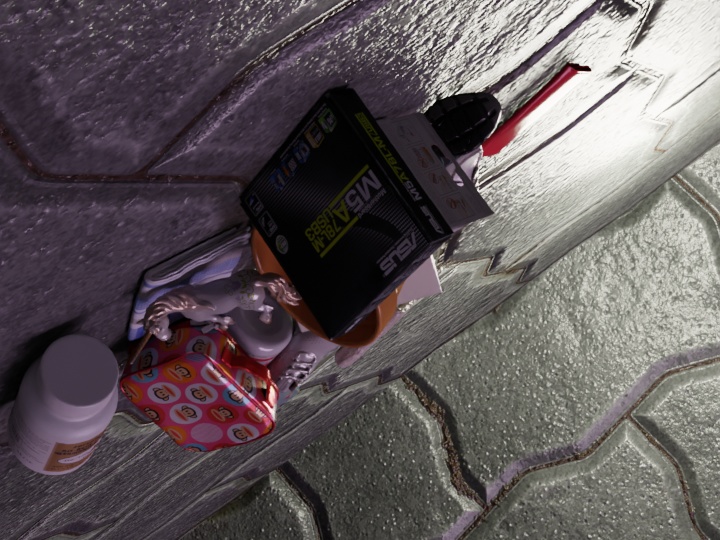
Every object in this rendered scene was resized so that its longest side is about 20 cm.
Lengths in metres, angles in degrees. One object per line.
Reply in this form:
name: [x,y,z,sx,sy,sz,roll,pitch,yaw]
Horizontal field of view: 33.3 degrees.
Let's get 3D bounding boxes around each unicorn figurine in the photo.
unicorn figurine: [-0.174,0.041,1.439,0.199,0.074,0.137,-30,160,10]

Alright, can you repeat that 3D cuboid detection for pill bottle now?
pill bottle: [-0.348,0.157,1.424,0.114,0.115,0.200,-26,166,-33]
pill bottle: [-0.188,0.112,1.690,0.112,0.113,0.200,-21,162,-48]

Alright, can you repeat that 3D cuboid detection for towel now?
towel: [0.041,0.056,1.710,0.133,0.034,0.200,-46,179,28]
towel: [-0.213,0.020,1.481,0.146,0.024,0.200,-28,167,-27]

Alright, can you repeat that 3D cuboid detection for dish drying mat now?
dish drying mat: [0.248,-0.233,1.762,0.200,0.018,0.077,-41,166,31]

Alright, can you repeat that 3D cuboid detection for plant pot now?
plant pot: [-0.017,-0.028,1.476,0.140,0.200,0.200,-47,176,-31]

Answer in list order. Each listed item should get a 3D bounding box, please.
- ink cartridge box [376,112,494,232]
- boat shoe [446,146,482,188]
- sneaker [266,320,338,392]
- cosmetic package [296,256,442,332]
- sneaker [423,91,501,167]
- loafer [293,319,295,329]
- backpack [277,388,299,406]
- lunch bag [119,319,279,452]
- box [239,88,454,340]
ink cartridge box: [0.046,-0.097,1.390,0.050,0.162,0.199,-42,166,36]
boat shoe: [0.147,-0.128,1.768,0.070,0.070,0.200,-28,166,-19]
sneaker: [-0.085,0.125,1.685,0.200,0.074,0.088,-37,-148,50]
cosmetic package: [0.000,0.000,1.611,0.198,0.104,0.073,-18,133,5]
sneaker: [0.094,-0.164,1.521,0.199,0.076,0.079,-32,-178,25]
loafer: [-0.110,0.084,1.766,0.198,0.071,0.070,-10,-176,23]
backpack: [-0.167,0.157,1.897,0.166,0.127,0.200,-29,165,-7]
lunch bag: [-0.200,0.153,1.592,0.175,0.083,0.200,-18,132,23]
box: [-0.021,-0.057,1.286,0.047,0.194,0.200,-19,162,-47]
